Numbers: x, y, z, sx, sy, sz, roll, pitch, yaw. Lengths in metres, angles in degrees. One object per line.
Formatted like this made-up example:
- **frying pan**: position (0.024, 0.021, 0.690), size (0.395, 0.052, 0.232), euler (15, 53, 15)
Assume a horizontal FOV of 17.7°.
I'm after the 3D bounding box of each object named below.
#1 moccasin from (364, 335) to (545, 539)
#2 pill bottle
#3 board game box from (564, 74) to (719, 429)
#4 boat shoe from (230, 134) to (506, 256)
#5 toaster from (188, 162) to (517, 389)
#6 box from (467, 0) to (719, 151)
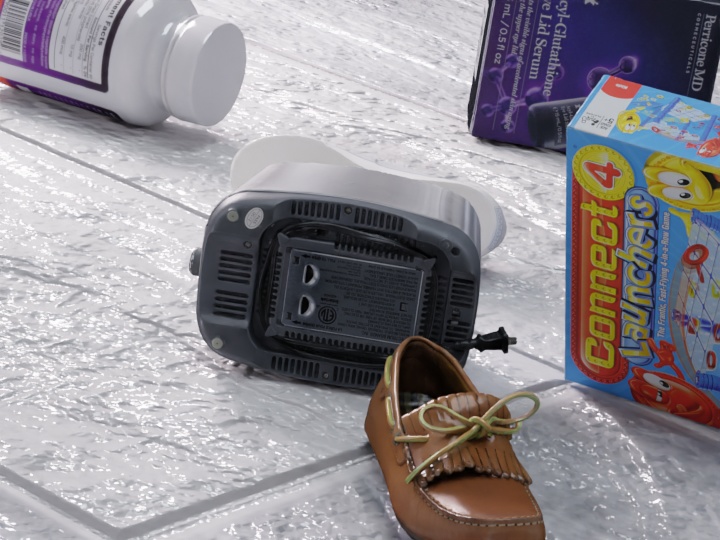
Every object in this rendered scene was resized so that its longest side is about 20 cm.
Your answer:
- **moccasin**: position (0.052, 0.092, 1.213), size (0.073, 0.078, 0.202), euler (5, 19, -10)
- **pill bottle**: position (-0.194, -0.178, 1.820), size (0.199, 0.112, 0.111), euler (18, 21, 24)
- **board game box**: position (0.218, 0.003, 1.349), size (0.194, 0.201, 0.056), euler (17, 44, 23)
- **boat shoe**: position (0.008, -0.050, 1.623), size (0.198, 0.073, 0.068), euler (7, -3, 16)
- **toaster**: position (0.000, 0.000, 1.401), size (0.198, 0.115, 0.129), euler (8, 17, 4)
- **box**: position (0.197, -0.179, 1.939), size (0.198, 0.149, 0.104), euler (8, 19, 0)
